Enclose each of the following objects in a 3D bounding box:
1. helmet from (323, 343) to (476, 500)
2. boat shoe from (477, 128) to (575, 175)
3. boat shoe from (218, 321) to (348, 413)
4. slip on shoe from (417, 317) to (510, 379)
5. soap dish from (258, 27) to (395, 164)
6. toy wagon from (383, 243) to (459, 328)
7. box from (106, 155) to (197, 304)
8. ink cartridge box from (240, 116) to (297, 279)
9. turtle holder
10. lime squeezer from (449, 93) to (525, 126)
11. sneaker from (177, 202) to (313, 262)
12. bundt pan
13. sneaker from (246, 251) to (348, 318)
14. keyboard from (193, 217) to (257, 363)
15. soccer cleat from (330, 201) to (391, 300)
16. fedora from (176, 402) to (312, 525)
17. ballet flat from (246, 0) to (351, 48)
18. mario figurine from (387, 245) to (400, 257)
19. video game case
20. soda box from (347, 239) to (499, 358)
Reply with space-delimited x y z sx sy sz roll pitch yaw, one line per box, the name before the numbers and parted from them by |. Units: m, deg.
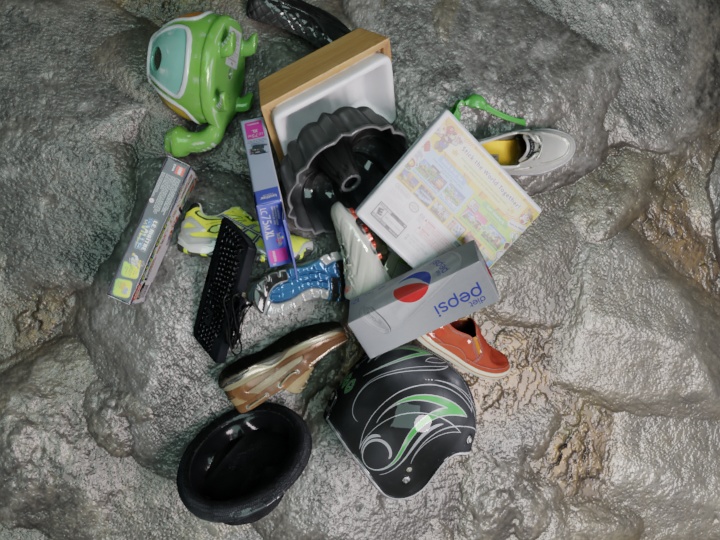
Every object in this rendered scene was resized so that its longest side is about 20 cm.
helmet | 0.065 0.202 0.984 0.190 0.200 0.201 -40 95 -6
boat shoe | 0.249 -0.183 1.066 0.195 0.070 0.073 -4 93 -13
boat shoe | -0.108 0.142 1.021 0.197 0.076 0.075 -25 103 -5
slip on shoe | 0.159 0.105 1.026 0.198 0.074 0.062 30 108 -30
soap dish | -0.047 -0.240 0.990 0.198 0.158 0.082 -30 65 -8
toy wagon | 0.105 -0.007 1.064 0.153 0.040 0.203 25 85 -7
box | -0.287 -0.054 0.973 0.034 0.110 0.204 23 86 -7
ink cartridge box | -0.125 -0.096 0.942 0.041 0.121 0.202 -14 52 -8
turtle holder | -0.227 -0.268 0.984 0.129 0.142 0.188 11 128 7
lime squeezer | 0.159 -0.232 1.081 0.196 0.038 0.072 -20 124 -8
sneaker | -0.164 -0.053 1.009 0.195 0.075 0.078 6 89 -9
bundt pan | -0.029 -0.148 0.979 0.199 0.203 0.076 -28 61 -8
sneaker | -0.082 0.014 1.023 0.197 0.086 0.077 -11 98 -31
keyboard | -0.192 0.038 0.956 0.104 0.039 0.203 36 122 30
soccer cleat | 0.000 0.000 0.990 0.077 0.069 0.202 -28 107 2
fedora | -0.157 0.287 0.987 0.196 0.202 0.093 -15 128 -7
ballet flat | -0.078 -0.362 1.043 0.197 0.057 0.067 30 43 -8
mario figurine | 0.114 -0.066 1.022 0.122 0.105 0.205 -5 102 -44
video game case | 0.121 -0.081 0.948 0.199 0.023 0.182 41 96 -17
soda box | 0.082 0.040 0.937 0.197 0.064 0.069 -26 115 15
